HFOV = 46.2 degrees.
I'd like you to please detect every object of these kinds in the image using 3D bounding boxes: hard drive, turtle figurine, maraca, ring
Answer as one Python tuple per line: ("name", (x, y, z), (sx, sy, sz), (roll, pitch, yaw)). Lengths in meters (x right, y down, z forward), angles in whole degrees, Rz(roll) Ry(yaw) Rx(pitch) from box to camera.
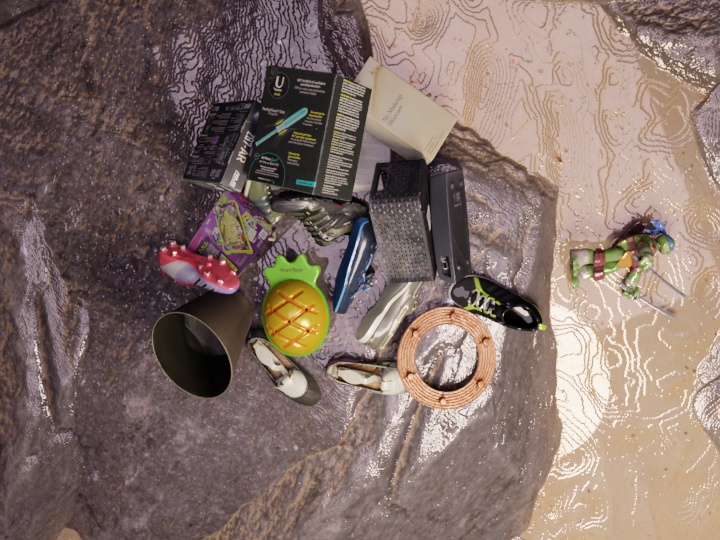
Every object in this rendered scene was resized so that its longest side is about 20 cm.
("hard drive", (0.169, -0.085, 1.576), (0.042, 0.135, 0.203), (-3, 99, 22))
("turtle figurine", (0.488, 0.011, 1.548), (0.191, 0.144, 0.203), (-8, 93, 11))
("maraca", (-0.128, 0.068, 1.637), (0.135, 0.107, 0.203), (-3, 97, 7))
("ring", (0.169, 0.172, 1.641), (0.198, 0.019, 0.203), (0, 92, -8))

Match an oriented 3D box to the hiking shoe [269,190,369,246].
("hiking shoe", (-0.080, -0.094, 1.597), (0.198, 0.076, 0.102), (6, 106, -24))

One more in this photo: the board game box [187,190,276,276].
("board game box", (-0.250, -0.062, 1.619), (0.120, 0.032, 0.200), (42, 135, -3))

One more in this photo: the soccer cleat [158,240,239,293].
("soccer cleat", (-0.315, 0.007, 1.648), (0.198, 0.067, 0.077), (24, 129, 23))

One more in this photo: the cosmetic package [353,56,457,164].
("cosmetic package", (0.067, -0.290, 1.562), (0.199, 0.073, 0.104), (33, 76, -6))

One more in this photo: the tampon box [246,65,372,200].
("tampon box", (-0.087, -0.237, 1.468), (0.148, 0.126, 0.203), (15, 96, 30))

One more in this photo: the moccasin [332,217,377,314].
("moccasin", (0.000, 0.000, 1.619), (0.067, 0.081, 0.202), (11, 119, -18))

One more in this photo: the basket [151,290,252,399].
("basket", (-0.286, 0.120, 1.605), (0.135, 0.200, 0.181), (-30, 102, 19))

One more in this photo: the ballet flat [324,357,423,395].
("ballet flat", (0.024, 0.212, 1.659), (0.197, 0.071, 0.070), (8, 98, 5))

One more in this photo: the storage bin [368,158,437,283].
("storage bin", (0.084, -0.088, 1.539), (0.092, 0.136, 0.202), (-2, 131, 13))

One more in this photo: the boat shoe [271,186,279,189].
("boat shoe", (-0.167, -0.193, 1.633), (0.197, 0.071, 0.070), (5, 127, 0))

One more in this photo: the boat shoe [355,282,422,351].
("boat shoe", (0.071, 0.066, 1.637), (0.060, 0.072, 0.203), (36, 93, -21))

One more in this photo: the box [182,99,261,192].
("box", (-0.248, -0.230, 1.552), (0.043, 0.199, 0.162), (24, 84, -32))

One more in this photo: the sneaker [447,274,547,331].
("sneaker", (0.263, 0.063, 1.608), (0.198, 0.083, 0.073), (20, 99, 3))

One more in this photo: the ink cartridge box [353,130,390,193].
("ink cartridge box", (-0.022, -0.251, 1.597), (0.159, 0.050, 0.203), (3, 79, -15))

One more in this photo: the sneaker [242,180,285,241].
("sneaker", (-0.183, -0.133, 1.609), (0.089, 0.068, 0.201), (11, 131, -10))

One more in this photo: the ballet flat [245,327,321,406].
("ballet flat", (-0.160, 0.201, 1.678), (0.068, 0.068, 0.200), (-44, 92, 9))
